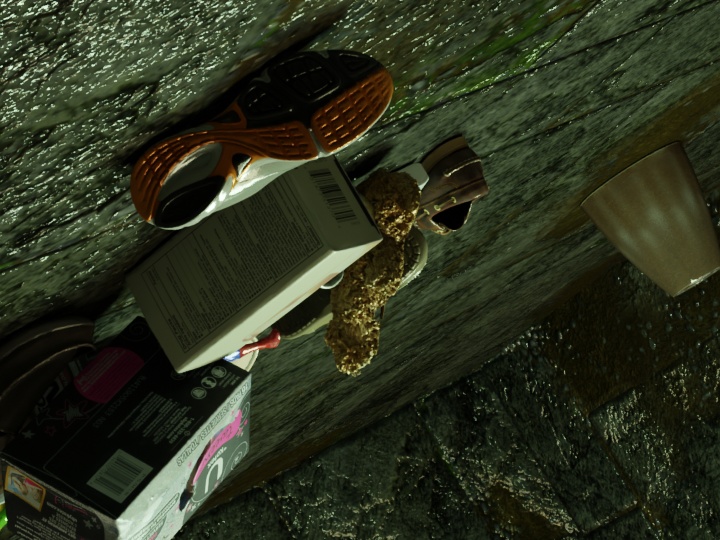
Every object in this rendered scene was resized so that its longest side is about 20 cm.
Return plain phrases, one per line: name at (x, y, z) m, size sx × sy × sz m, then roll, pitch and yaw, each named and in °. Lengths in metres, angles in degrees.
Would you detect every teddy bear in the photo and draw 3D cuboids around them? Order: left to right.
teddy bear at (0.000, 0.000, 1.666) m, size 0.145 × 0.067 × 0.200 m, roll -93°, pitch -162°, yaw -55°

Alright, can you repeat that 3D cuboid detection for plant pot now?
plant pot at (0.476, -0.067, 2.735) m, size 0.187 × 0.200 × 0.187 m, roll -31°, pitch 171°, yaw -6°

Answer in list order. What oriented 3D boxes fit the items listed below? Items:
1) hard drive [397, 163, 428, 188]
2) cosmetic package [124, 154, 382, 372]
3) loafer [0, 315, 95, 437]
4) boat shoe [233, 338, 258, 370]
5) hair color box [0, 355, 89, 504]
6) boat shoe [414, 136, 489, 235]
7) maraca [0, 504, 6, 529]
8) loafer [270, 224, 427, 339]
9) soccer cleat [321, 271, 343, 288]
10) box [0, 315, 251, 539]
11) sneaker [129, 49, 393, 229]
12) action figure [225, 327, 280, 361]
hard drive at (-0.014, -0.040, 1.820) m, size 0.132 × 0.027 × 0.200 m, roll -28°, pitch 170°, yaw -23°
cosmetic package at (-0.092, -0.010, 1.488) m, size 0.200 × 0.104 × 0.087 m, roll -35°, pitch 169°, yaw 30°
loafer at (-0.307, 0.111, 1.503) m, size 0.200 × 0.071 × 0.073 m, roll -33°, pitch 171°, yaw -9°
boat shoe at (-0.195, 0.118, 2.034) m, size 0.200 × 0.073 × 0.063 m, roll -42°, pitch -150°, yaw 24°
hair color box at (-0.325, 0.157, 1.593) m, size 0.200 × 0.099 × 0.061 m, roll -24°, pitch 180°, yaw -39°
boat shoe at (0.083, -0.072, 1.839) m, size 0.070 × 0.070 × 0.200 m, roll -30°, pitch 172°, yaw -17°
maraca at (-0.380, 0.215, 1.647) m, size 0.199 × 0.137 × 0.107 m, roll -13°, pitch 128°, yaw -18°
loafer at (-0.010, 0.005, 1.781) m, size 0.200 × 0.076 × 0.067 m, roll -26°, pitch 176°, yaw 29°
soccer cleat at (-0.058, -0.011, 1.643) m, size 0.069 × 0.085 × 0.200 m, roll -25°, pitch 168°, yaw -37°
box at (-0.202, 0.162, 1.541) m, size 0.200 × 0.132 × 0.115 m, roll -48°, pitch 155°, yaw -39°
sneaker at (-0.068, -0.097, 1.244) m, size 0.199 × 0.076 × 0.092 m, roll -25°, pitch 179°, yaw 8°
action figure at (-0.183, 0.079, 1.762) m, size 0.199 × 0.066 × 0.052 m, roll -19°, pitch 156°, yaw -20°
